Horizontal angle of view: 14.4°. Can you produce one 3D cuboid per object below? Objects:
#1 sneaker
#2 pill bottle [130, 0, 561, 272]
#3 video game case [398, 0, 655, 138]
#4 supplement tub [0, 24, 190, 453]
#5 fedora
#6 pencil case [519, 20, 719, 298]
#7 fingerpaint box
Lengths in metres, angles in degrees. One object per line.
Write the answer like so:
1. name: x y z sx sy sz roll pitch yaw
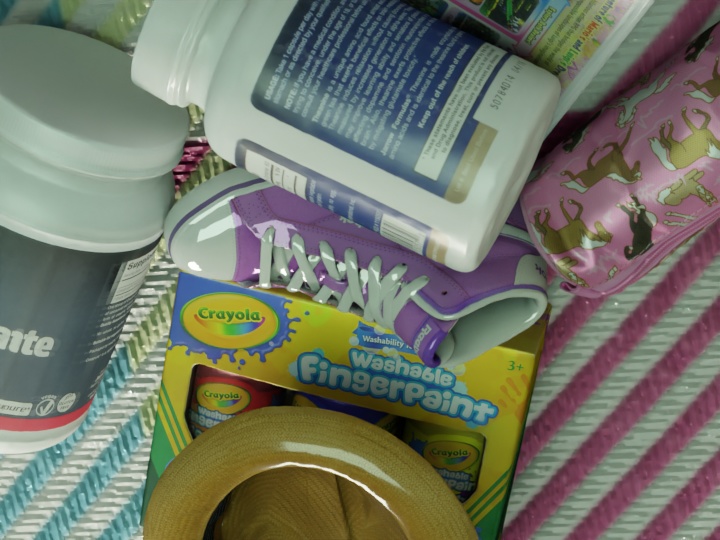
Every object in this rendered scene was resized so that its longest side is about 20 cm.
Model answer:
1. sneaker: 0.000 0.000 1.482 0.200 0.114 0.073 -4 138 -5
2. pill bottle: -0.009 -0.089 1.439 0.200 0.111 0.111 26 116 7
3. video game case: 0.045 -0.151 1.431 0.182 0.024 0.200 31 151 -3
4. supplement tub: -0.183 -0.016 1.533 0.140 0.140 0.200 25 116 0
5. fedora: -0.020 0.144 1.520 0.200 0.082 0.201 6 121 9
6. pencil case: 0.174 -0.066 1.466 0.200 0.087 0.083 -35 110 25
7. fingerpaint box: -0.010 0.081 1.575 0.199 0.073 0.167 14 116 5
